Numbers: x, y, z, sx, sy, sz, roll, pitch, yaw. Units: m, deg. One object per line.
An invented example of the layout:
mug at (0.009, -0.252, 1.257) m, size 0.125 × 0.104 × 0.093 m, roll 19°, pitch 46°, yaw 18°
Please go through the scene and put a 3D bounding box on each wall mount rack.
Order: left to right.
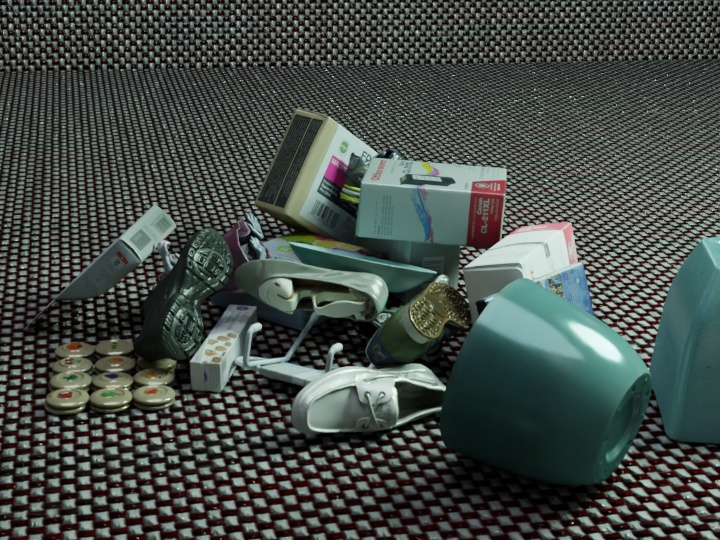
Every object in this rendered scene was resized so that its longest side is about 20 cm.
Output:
wall mount rack at (-0.047, 0.098, 1.611) m, size 0.200 × 0.075 × 0.174 m, roll 13°, pitch 8°, yaw 26°

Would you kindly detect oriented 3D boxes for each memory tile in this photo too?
memory tile at (-0.301, 0.125, 1.602) m, size 0.153 × 0.017 × 0.200 m, roll -1°, pitch 19°, yaw -8°

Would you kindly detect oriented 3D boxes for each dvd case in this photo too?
dvd case at (0.219, 0.081, 1.577) m, size 0.018 × 0.143 × 0.200 m, roll -7°, pitch 8°, yaw 45°

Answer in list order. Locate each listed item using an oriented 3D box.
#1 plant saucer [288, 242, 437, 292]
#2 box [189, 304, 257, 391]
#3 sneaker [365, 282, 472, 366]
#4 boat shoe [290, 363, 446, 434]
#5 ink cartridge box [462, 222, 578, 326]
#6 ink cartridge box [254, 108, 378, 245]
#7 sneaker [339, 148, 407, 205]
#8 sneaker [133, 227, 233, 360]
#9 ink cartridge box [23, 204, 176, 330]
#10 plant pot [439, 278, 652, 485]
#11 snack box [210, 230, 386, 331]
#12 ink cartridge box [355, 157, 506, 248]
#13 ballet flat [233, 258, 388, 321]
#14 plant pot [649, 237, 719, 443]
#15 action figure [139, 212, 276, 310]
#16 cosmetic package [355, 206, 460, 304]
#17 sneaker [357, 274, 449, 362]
plant saucer at (0.000, 0.000, 1.739) m, size 0.201 × 0.039 × 0.201 m, roll 11°, pitch 2°, yaw 0°
box at (-0.170, 0.096, 1.659) m, size 0.039 × 0.041 × 0.200 m, roll 4°, pitch 20°, yaw 8°
sneaker at (0.065, 0.070, 1.588) m, size 0.090 × 0.067 × 0.200 m, roll -37°, pitch -6°, yaw 21°
boat shoe at (0.018, 0.147, 1.475) m, size 0.200 × 0.071 × 0.069 m, roll -10°, pitch 21°, yaw -34°
ink cartridge box at (0.214, 0.034, 1.688) m, size 0.085 × 0.146 × 0.200 m, roll -5°, pitch 14°, yaw 27°
ink cartridge box at (-0.049, -0.129, 2.006) m, size 0.075 × 0.165 × 0.200 m, roll 18°, pitch -8°, yaw 40°
sneaker at (0.064, -0.142, 1.981) m, size 0.200 × 0.081 × 0.074 m, roll -6°, pitch 19°, yaw -30°
sneaker at (-0.228, 0.027, 1.644) m, size 0.091 × 0.076 × 0.200 m, roll -14°, pitch 40°, yaw 39°
ink cartridge box at (-0.350, 0.008, 1.782) m, size 0.050 × 0.200 × 0.162 m, roll 45°, pitch 20°, yaw -7°
plant pot at (0.203, 0.131, 1.367) m, size 0.161 × 0.201 × 0.201 m, roll 25°, pitch 28°, yaw 27°
snack box at (-0.086, 0.011, 1.869) m, size 0.169 × 0.068 × 0.200 m, roll 15°, pitch 25°, yaw 32°
ink cartridge box at (0.101, -0.096, 1.846) m, size 0.200 × 0.083 × 0.146 m, roll 5°, pitch 20°, yaw 5°
ballet flat at (-0.067, 0.027, 1.647) m, size 0.200 × 0.067 × 0.064 m, roll 5°, pitch 40°, yaw 8°
plant pot at (0.453, 0.072, 1.526) m, size 0.196 × 0.200 × 0.196 m, roll 3°, pitch 20°, yaw 4°
action figure at (-0.206, 0.014, 1.775) m, size 0.200 × 0.149 × 0.134 m, roll -37°, pitch -5°, yaw 12°
cosmetic package at (0.066, -0.030, 1.937) m, size 0.090 × 0.107 × 0.200 m, roll -4°, pitch 21°, yaw -19°
sneaker at (0.057, 0.056, 1.741) m, size 0.115 × 0.075 × 0.200 m, roll 2°, pitch 20°, yaw 9°
